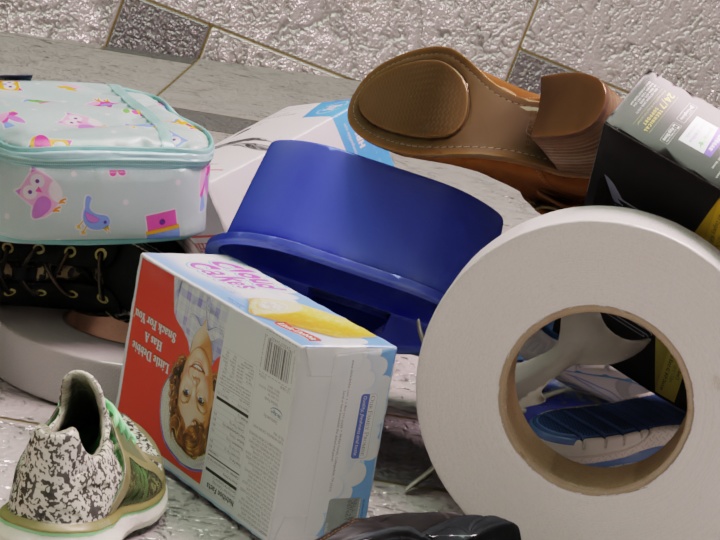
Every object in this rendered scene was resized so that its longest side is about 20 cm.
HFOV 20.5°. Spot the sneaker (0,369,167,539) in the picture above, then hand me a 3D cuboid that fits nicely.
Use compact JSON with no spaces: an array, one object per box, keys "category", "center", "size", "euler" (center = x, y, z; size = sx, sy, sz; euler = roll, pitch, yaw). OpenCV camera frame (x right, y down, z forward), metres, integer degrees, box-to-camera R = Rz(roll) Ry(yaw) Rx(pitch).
[{"category":"sneaker","center":[-0.140,0.094,1.054],"size":[0.076,0.090,0.200],"euler":[9,12,1]}]

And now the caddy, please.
[{"category":"caddy","center":[0.000,0.000,1.280],"size":[0.198,0.106,0.142],"euler":[18,-16,5]}]

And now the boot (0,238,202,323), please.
[{"category":"boot","center":[-0.209,0.003,1.314],"size":[0.153,0.074,0.203],"euler":[-8,20,-41]}]

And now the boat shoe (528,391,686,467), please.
[{"category":"boat shoe","center":[0.185,0.118,1.226],"size":[0.198,0.073,0.072],"euler":[-2,19,-25]}]

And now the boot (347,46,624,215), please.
[{"category":"boot","center":[0.103,-0.072,1.245],"size":[0.198,0.077,0.155],"euler":[1,-25,32]}]

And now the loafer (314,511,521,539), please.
[{"category":"loafer","center":[0.005,0.153,0.963],"size":[0.072,0.074,0.199],"euler":[6,-1,31]}]

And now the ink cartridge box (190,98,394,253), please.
[{"category":"ink cartridge box","center":[-0.087,-0.057,1.467],"size":[0.199,0.068,0.116],"euler":[-31,17,-33]}]

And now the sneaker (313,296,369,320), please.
[{"category":"sneaker","center":[0.013,0.013,1.383],"size":[0.198,0.076,0.070],"euler":[5,-3,-2]}]

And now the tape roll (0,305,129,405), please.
[{"category":"tape roll","center":[-0.152,0.055,1.357],"size":[0.201,0.037,0.203],"euler":[8,12,-2]}]

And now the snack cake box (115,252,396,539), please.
[{"category":"snack cake box","center":[-0.067,0.070,1.162],"size":[0.067,0.116,0.200],"euler":[1,15,-34]}]

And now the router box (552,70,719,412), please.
[{"category":"router box","center":[0.200,0.002,1.135],"size":[0.157,0.201,0.052],"euler":[32,58,17]}]

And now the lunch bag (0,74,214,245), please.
[{"category":"lunch bag","center":[-0.184,-0.076,1.321],"size":[0.159,0.078,0.200],"euler":[-3,19,-21]}]

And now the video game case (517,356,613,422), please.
[{"category":"video game case","center":[0.165,0.094,1.401],"size":[0.198,0.046,0.181],"euler":[8,13,-9]}]

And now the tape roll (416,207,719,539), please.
[{"category":"tape roll","center":[0.131,0.066,1.085],"size":[0.201,0.205,0.037],"euler":[11,16,10]}]

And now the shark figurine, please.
[{"category":"shark figurine","center":[0.072,0.056,1.184],"size":[0.128,0.090,0.214],"euler":[-32,-6,-22]}]

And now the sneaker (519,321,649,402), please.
[{"category":"sneaker","center":[0.187,0.060,1.318],"size":[0.198,0.076,0.087],"euler":[22,-14,3]}]
